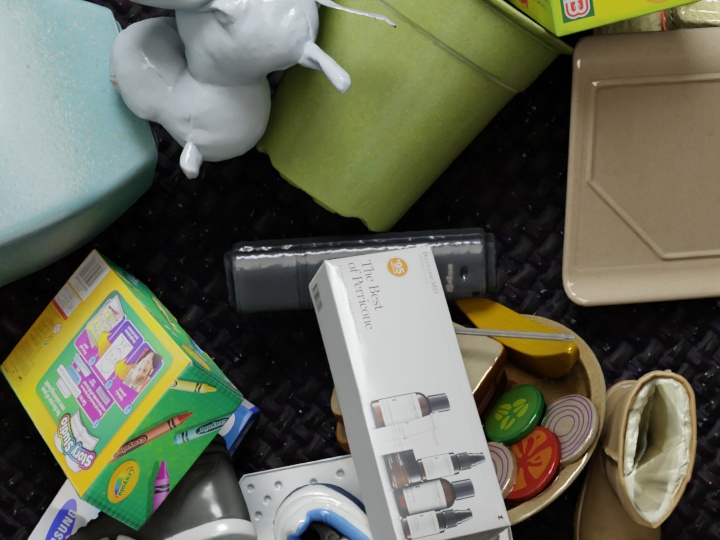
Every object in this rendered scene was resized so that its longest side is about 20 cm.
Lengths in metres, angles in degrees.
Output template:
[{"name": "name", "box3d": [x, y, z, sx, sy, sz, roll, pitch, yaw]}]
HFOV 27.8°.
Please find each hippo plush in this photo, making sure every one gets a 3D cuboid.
[{"name": "hippo plush", "box3d": [-0.084, -0.161, 0.988, 0.199, 0.161, 0.160, 31, 47, 4]}]

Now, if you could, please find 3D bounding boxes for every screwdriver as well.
[{"name": "screwdriver", "box3d": [0.060, 0.046, 1.033, 0.199, 0.028, 0.029, 8, 86, 33]}]

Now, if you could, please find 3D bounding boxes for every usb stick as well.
[{"name": "usb stick", "box3d": [0.000, 0.000, 1.058, 0.198, 0.033, 0.056, -4, 110, -1]}]

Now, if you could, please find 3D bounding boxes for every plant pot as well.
[{"name": "plant pot", "box3d": [-0.258, -0.099, 1.065, 0.199, 0.196, 0.198, -18, 86, -12]}, {"name": "plant pot", "box3d": [0.022, -0.137, 1.057, 0.199, 0.200, 0.191, 35, 102, 5]}]

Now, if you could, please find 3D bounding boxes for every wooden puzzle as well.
[{"name": "wooden puzzle", "box3d": [0.239, -0.077, 1.062, 0.183, 0.037, 0.202, -4, 112, -6]}]

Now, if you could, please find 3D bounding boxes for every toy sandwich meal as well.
[{"name": "toy sandwich meal", "box3d": [0.077, 0.094, 1.045, 0.204, 0.070, 0.206, -18, 46, 19]}]

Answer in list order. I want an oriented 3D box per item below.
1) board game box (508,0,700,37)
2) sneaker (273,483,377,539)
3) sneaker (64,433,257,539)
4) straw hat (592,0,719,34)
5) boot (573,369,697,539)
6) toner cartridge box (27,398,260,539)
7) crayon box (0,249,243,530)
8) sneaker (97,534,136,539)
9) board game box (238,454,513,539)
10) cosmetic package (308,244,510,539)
[{"name": "board game box", "box3d": [0.156, -0.218, 1.026, 0.101, 0.200, 0.048, -14, 112, -4]}, {"name": "sneaker", "box3d": [0.019, 0.228, 1.017, 0.200, 0.146, 0.081, 42, 91, 6]}, {"name": "sneaker", "box3d": [-0.168, 0.178, 1.063, 0.199, 0.071, 0.100, -22, 59, 20]}, {"name": "straw hat", "box3d": [0.276, -0.194, 1.078, 0.199, 0.085, 0.203, 0, 87, 4]}, {"name": "boot", "box3d": [0.188, 0.156, 1.007, 0.066, 0.200, 0.177, 2, 87, 4]}, {"name": "toner cartridge box", "box3d": [-0.171, 0.166, 1.113, 0.095, 0.043, 0.201, 32, 90, 6]}, {"name": "crayon box", "box3d": [-0.177, 0.081, 1.049, 0.119, 0.200, 0.058, -51, 128, 1]}, {"name": "sneaker", "box3d": [-0.115, 0.261, 0.974, 0.199, 0.087, 0.075, 28, 109, 1]}, {"name": "board game box", "box3d": [0.021, 0.237, 1.103, 0.198, 0.026, 0.202, -11, 86, 4]}, {"name": "cosmetic package", "box3d": [0.031, 0.087, 0.976, 0.082, 0.051, 0.201, -8, 70, -21]}]
